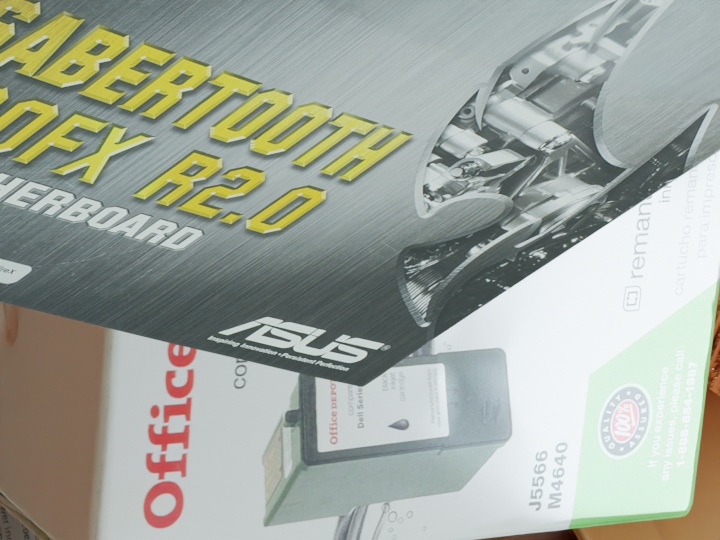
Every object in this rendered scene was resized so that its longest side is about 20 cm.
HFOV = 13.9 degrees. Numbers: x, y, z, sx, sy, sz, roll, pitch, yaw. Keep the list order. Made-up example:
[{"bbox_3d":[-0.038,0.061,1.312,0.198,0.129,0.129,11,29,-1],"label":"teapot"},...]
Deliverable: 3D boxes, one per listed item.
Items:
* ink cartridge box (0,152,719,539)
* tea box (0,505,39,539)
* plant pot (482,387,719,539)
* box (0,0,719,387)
[{"bbox_3d":[0.000,0.000,0.838,0.199,0.146,0.084,-4,-161,-29],"label":"ink cartridge box"},{"bbox_3d":[-0.077,0.076,0.975,0.133,0.201,0.196,-22,162,32],"label":"tea box"},{"bbox_3d":[0.114,0.136,1.410,0.140,0.201,0.200,-23,172,-31],"label":"plant pot"},{"bbox_3d":[-0.013,-0.048,0.569,0.158,0.049,0.200,-33,150,30],"label":"box"}]
